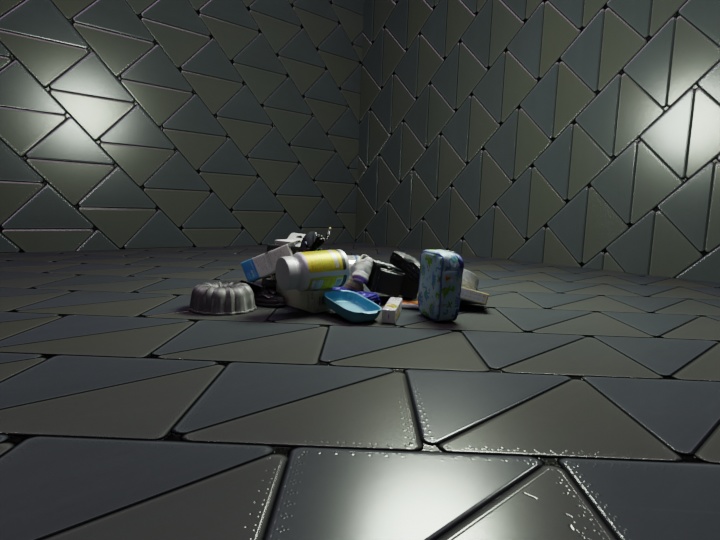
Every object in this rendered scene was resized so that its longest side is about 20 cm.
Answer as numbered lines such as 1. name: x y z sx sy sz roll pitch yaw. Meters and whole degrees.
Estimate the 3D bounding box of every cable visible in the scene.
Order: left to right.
1. cable: 0.322 0.032 1.848 0.199 0.070 0.200 31 -14 -24

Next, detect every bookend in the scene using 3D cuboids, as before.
1. bookend: 0.126 0.037 1.775 0.197 0.093 0.200 15 5 -7

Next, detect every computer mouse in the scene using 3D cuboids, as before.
1. computer mouse: -0.146 -0.103 1.636 0.140 0.046 0.200 -40 12 21

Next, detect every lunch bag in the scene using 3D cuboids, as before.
1. lunch bag: 0.229 0.040 1.518 0.082 0.202 0.161 0 7 -20

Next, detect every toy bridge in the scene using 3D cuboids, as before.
1. toy bridge: -0.028 0.051 1.748 0.067 0.027 0.200 13 -13 26

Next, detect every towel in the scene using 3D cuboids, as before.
1. towel: -0.052 0.086 1.674 0.199 0.050 0.147 7 8 34

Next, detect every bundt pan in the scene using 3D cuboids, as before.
1. bundt pan: -0.409 0.076 1.544 0.200 0.076 0.202 3 7 0

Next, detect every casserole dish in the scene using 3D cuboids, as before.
1. casserole dish: -0.027 0.104 1.492 0.121 0.039 0.200 -3 18 -36

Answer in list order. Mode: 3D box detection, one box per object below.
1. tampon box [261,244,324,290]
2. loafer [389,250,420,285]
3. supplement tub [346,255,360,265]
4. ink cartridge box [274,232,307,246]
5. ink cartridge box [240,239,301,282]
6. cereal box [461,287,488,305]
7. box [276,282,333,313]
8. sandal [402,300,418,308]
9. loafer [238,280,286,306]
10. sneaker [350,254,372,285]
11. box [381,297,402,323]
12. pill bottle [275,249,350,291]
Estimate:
1. tampon box: -0.219 0.001 1.791 0.199 0.151 0.126 5 -11 14
2. loafer: 0.173 -0.009 1.700 0.070 0.068 0.200 6 22 -35
3. supplement tub: -0.094 0.008 1.952 0.199 0.133 0.132 -1 8 -16
4. ink cartridge box: -0.254 -0.044 2.031 0.128 0.202 0.125 8 9 40
5. ink cartridge box: -0.272 -0.029 1.660 0.199 0.067 0.116 -22 1 -4
6. cereal box: 0.314 0.070 1.706 0.199 0.040 0.144 15 -1 9
7. box: -0.176 0.078 1.616 0.082 0.069 0.199 -7 12 -44
8. sandal: 0.200 0.092 1.661 0.205 0.060 0.079 3 7 3
9. loafer: -0.320 0.072 1.641 0.199 0.063 0.072 7 9 33
10. sneaker: 0.000 0.000 1.787 0.075 0.100 0.200 26 -12 -14
11. box: 0.094 0.115 1.522 0.038 0.042 0.200 4 7 10
12. pill bottle: -0.140 0.000 1.523 0.199 0.115 0.114 -5 10 -34
